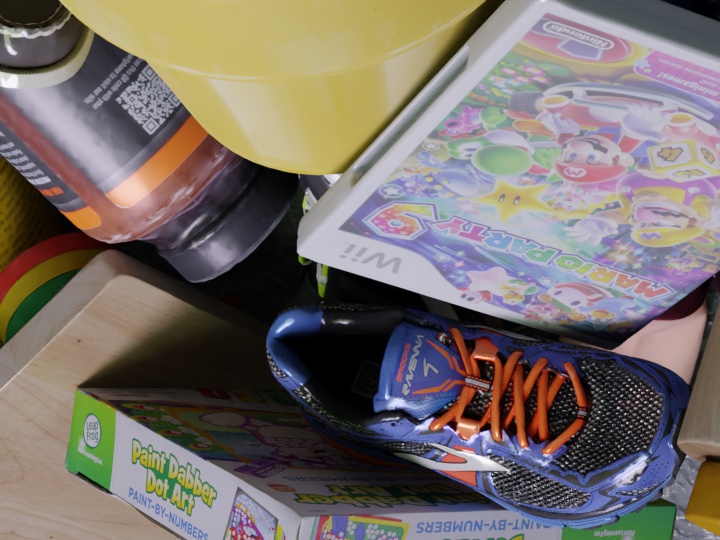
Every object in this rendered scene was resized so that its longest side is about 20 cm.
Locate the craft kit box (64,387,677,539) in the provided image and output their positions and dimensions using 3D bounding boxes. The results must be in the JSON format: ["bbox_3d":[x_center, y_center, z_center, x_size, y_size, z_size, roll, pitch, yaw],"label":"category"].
[{"bbox_3d":[0.001,0.096,1.063,0.197,0.200,0.049,25,109,52],"label":"craft kit box"}]

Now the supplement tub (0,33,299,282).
[{"bbox_3d":[-0.117,-0.085,1.038,0.107,0.107,0.200,-21,121,46],"label":"supplement tub"}]

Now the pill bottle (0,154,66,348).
[{"bbox_3d":[-0.205,-0.018,1.171,0.113,0.113,0.200,7,138,28],"label":"pill bottle"}]

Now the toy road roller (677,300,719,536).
[{"bbox_3d":[0.174,0.053,0.882,0.200,0.123,0.146,26,168,-37],"label":"toy road roller"}]

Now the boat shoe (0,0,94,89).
[{"bbox_3d":[-0.141,-0.157,0.920,0.072,0.202,0.061,-4,141,-18],"label":"boat shoe"}]

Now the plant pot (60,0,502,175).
[{"bbox_3d":[-0.021,-0.134,0.863,0.200,0.201,0.189,18,156,16],"label":"plant pot"}]

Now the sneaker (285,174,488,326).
[{"bbox_3d":[0.000,0.000,1.047,0.083,0.072,0.200,-25,131,11],"label":"sneaker"}]

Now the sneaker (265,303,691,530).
[{"bbox_3d":[0.041,0.053,0.960,0.200,0.076,0.078,5,163,36],"label":"sneaker"}]

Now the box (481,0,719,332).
[{"bbox_3d":[0.088,-0.065,0.943,0.200,0.032,0.121,-37,77,50],"label":"box"}]

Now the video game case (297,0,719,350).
[{"bbox_3d":[0.080,-0.033,0.866,0.143,0.018,0.200,16,150,-19],"label":"video game case"}]

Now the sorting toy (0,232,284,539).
[{"bbox_3d":[-0.134,0.073,1.163,0.199,0.070,0.200,-43,143,14],"label":"sorting toy"}]

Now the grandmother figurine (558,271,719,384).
[{"bbox_3d":[0.121,0.004,1.026,0.121,0.061,0.200,9,139,-4],"label":"grandmother figurine"}]
